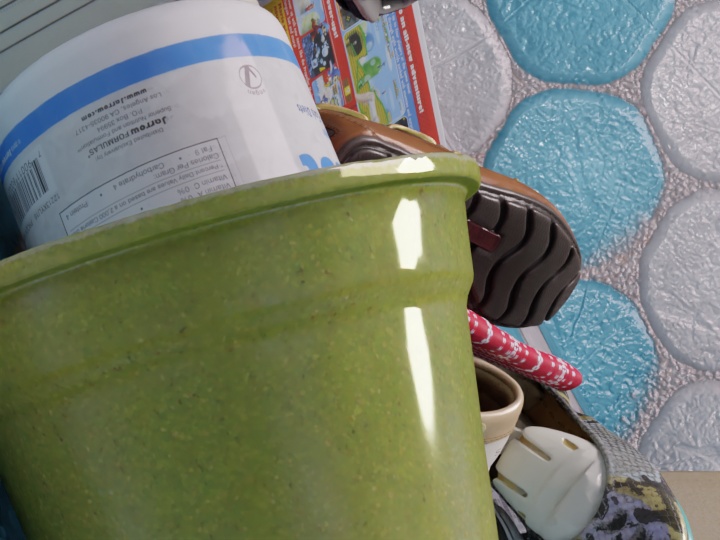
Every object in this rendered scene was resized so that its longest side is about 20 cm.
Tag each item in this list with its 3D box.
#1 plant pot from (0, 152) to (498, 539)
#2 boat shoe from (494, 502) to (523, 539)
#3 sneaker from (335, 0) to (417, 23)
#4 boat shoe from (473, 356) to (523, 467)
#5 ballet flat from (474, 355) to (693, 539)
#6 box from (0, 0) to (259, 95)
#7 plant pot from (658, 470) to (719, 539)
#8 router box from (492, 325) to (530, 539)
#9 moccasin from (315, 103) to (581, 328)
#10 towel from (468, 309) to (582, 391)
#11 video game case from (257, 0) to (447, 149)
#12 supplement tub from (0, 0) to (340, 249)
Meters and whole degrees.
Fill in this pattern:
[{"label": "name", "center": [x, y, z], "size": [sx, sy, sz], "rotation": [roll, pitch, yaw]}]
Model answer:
[{"label": "plant pot", "center": [-0.032, 0.079, 0.886], "size": [0.200, 0.199, 0.185], "rotation": [16, 57, -79]}, {"label": "boat shoe", "center": [0.012, 0.096, 1.254], "size": [0.200, 0.069, 0.057], "rotation": [56, 7, 19]}, {"label": "sneaker", "center": [0.004, -0.206, 1.196], "size": [0.203, 0.077, 0.146], "rotation": [90, -24, -46]}, {"label": "boat shoe", "center": [-0.018, 0.037, 1.178], "size": [0.199, 0.069, 0.074], "rotation": [21, 36, -23]}, {"label": "ballet flat", "center": [0.083, 0.090, 1.266], "size": [0.072, 0.072, 0.200], "rotation": [56, -5, -34]}, {"label": "box", "center": [-0.140, -0.161, 1.149], "size": [0.201, 0.127, 0.109], "rotation": [65, 7, 16]}, {"label": "plant pot", "center": [0.178, 0.227, 1.527], "size": [0.200, 0.176, 0.200], "rotation": [76, -7, -49]}, {"label": "router box", "center": [0.044, 0.104, 1.433], "size": [0.158, 0.052, 0.201], "rotation": [105, -30, -49]}, {"label": "moccasin", "center": [0.032, -0.027, 1.305], "size": [0.201, 0.074, 0.078], "rotation": [19, 16, -40]}, {"label": "towel", "center": [0.000, 0.000, 1.226], "size": [0.144, 0.023, 0.200], "rotation": [23, -4, 40]}, {"label": "video game case", "center": [-0.035, -0.070, 1.293], "size": [0.017, 0.200, 0.144], "rotation": [13, -53, 40]}, {"label": "supplement tub", "center": [-0.057, 0.006, 1.061], "size": [0.201, 0.131, 0.132], "rotation": [67, 9, 13]}]
